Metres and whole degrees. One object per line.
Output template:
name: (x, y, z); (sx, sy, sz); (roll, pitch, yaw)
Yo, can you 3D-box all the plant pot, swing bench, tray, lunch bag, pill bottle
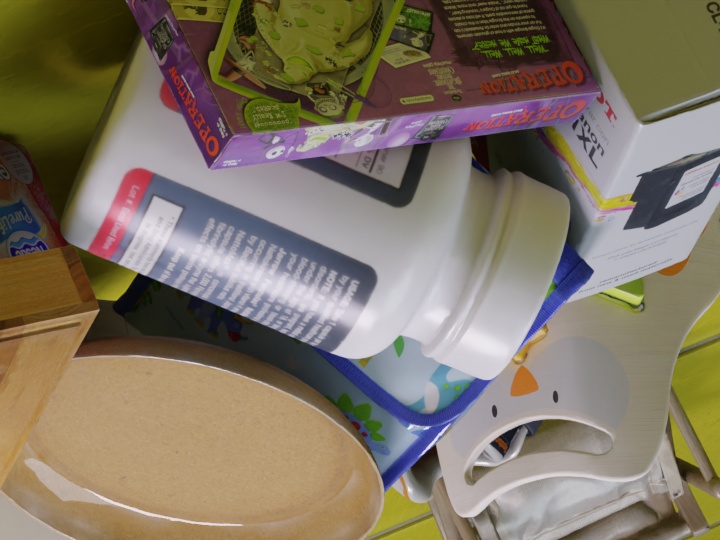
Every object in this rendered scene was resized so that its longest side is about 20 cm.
plant pot: (-0.086, 0.086, 1.266); (0.200, 0.028, 0.200); (6, 145, 4)
swing bench: (0.161, 0.171, 2.034); (0.199, 0.130, 0.200); (-24, 166, -5)
tray: (-0.189, 0.063, 1.158); (0.099, 0.037, 0.200); (-13, 155, -29)
lunch bag: (0.000, 0.000, 1.282); (0.200, 0.170, 0.127); (-48, 180, 45)
pill bottle: (-0.018, -0.030, 1.150); (0.200, 0.120, 0.120); (24, 146, -8)

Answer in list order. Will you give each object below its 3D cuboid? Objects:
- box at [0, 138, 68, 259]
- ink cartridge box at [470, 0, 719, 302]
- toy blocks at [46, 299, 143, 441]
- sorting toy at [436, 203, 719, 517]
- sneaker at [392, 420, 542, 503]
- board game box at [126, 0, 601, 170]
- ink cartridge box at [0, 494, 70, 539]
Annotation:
box: (-0.235, 0.024, 1.201); (0.200, 0.096, 0.100); (-33, 158, 21)
ink cartridge box: (0.112, -0.095, 1.245); (0.083, 0.146, 0.200); (-20, 160, -16)
toy blocks: (-0.200, 0.059, 1.370); (0.137, 0.100, 0.200); (-24, 164, 33)
sorting toy: (0.102, 0.044, 1.483); (0.200, 0.180, 0.107); (-16, 151, 27)
sneaker: (0.088, 0.064, 1.599); (0.200, 0.079, 0.078); (-40, 142, 5)
board game box: (-0.002, -0.107, 1.111); (0.200, 0.120, 0.032); (-9, 148, -38)
ink cartridge box: (-0.144, 0.120, 1.486); (0.200, 0.146, 0.085); (-29, 160, 8)
